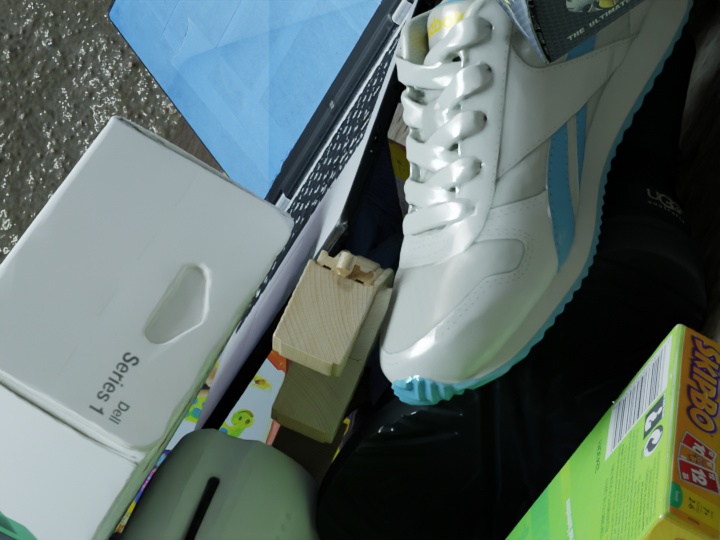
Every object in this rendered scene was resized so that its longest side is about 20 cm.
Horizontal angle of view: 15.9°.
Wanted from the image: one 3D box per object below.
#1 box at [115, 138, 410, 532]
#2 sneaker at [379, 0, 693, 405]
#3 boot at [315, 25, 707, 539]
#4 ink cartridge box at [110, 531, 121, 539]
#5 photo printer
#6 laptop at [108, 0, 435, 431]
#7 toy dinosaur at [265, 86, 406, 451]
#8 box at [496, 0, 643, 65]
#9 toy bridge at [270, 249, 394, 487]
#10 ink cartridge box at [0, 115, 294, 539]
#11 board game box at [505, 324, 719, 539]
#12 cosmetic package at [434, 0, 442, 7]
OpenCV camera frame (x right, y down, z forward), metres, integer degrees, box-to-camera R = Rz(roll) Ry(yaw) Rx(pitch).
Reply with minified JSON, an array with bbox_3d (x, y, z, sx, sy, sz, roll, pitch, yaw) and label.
[{"bbox_3d":[-0.035,0.035,1.281,0.193,0.122,0.200,-61,11,14],"label":"box"},{"bbox_3d":[0.044,-0.046,0.889,0.076,0.081,0.200,-15,46,52],"label":"sneaker"},{"bbox_3d":[0.061,0.006,0.988,0.200,0.076,0.168,-49,20,32],"label":"boot"},{"bbox_3d":[-0.124,0.204,1.096,0.200,0.037,0.095,112,-177,-50],"label":"ink cartridge box"},{"bbox_3d":[-0.059,0.165,1.006,0.200,0.069,0.167,76,-150,-59],"label":"photo printer"},{"bbox_3d":[-0.059,-0.065,1.051,0.187,0.116,0.200,124,168,-52],"label":"laptop"},{"bbox_3d":[0.000,0.000,1.099,0.105,0.200,0.182,118,133,-83],"label":"toy dinosaur"},{"bbox_3d":[0.098,-0.185,0.864,0.200,0.158,0.051,-34,-27,-2],"label":"box"},{"bbox_3d":[-0.010,0.029,0.952,0.200,0.027,0.067,101,-167,-71],"label":"toy bridge"},{"bbox_3d":[-0.118,0.060,0.978,0.200,0.084,0.146,-58,2,44],"label":"ink cartridge box"},{"bbox_3d":[0.061,0.116,0.866,0.200,0.030,0.096,-53,14,36],"label":"board game box"},{"bbox_3d":[0.074,-0.150,1.110,0.105,0.071,0.200,-63,-16,-3],"label":"cosmetic package"}]
